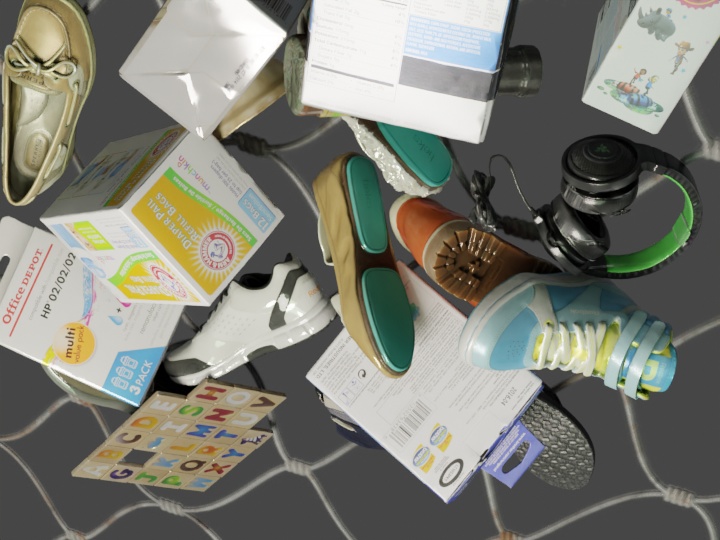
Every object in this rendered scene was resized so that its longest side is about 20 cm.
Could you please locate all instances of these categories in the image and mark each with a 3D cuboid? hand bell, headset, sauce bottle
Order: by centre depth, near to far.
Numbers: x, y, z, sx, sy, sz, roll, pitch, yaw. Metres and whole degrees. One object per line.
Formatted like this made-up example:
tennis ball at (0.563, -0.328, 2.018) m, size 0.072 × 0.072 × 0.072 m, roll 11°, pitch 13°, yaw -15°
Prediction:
sauce bottle at (0.043, -0.152, 0.957) m, size 0.198 × 0.065 × 0.065 m, roll -4°, pitch 130°, yaw -14°
hand bell at (-0.140, -0.211, 1.004) m, size 0.104 × 0.104 × 0.201 m, roll -29°, pitch 102°, yaw 32°
headset at (0.184, -0.046, 1.020) m, size 0.198 × 0.095 × 0.124 m, roll 13°, pitch 130°, yaw -10°

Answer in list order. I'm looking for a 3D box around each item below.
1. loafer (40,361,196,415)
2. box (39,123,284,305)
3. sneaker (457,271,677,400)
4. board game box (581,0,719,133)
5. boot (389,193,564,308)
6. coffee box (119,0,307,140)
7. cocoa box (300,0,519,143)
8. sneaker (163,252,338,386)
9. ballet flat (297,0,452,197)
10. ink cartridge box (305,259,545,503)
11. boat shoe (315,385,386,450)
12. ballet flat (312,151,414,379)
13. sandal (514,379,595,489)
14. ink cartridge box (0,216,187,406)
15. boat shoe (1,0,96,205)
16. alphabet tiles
loafer at (-0.230, 0.102, 1.265) m, size 0.199 × 0.076 × 0.070 m, roll 28°, pitch 126°, yaw -20°
box at (-0.171, -0.044, 1.053) m, size 0.113 × 0.102 × 0.199 m, roll 48°, pitch 157°, yaw -21°
sneaker at (0.182, 0.060, 1.019) m, size 0.130 × 0.199 × 0.080 m, roll 36°, pitch 125°, yaw 36°
board game box at (0.226, -0.216, 0.845) m, size 0.064 × 0.148 × 0.201 m, roll 22°, pitch 130°, yaw -2°
boot at (0.107, -0.004, 1.092) m, size 0.199 × 0.107 × 0.075 m, roll 34°, pitch 94°, yaw -40°
coffee box at (-0.085, -0.202, 0.903) m, size 0.079 × 0.201 × 0.114 m, roll 37°, pitch 127°, yaw -13°
cocoa box at (0.047, -0.205, 0.866) m, size 0.132 × 0.201 × 0.132 m, roll 12°, pitch 128°, yaw 5°
sneaker at (-0.115, 0.046, 1.197) m, size 0.199 × 0.074 × 0.080 m, roll -27°, pitch 102°, yaw 25°
ballet flat at (0.000, -0.138, 1.022) m, size 0.071 × 0.072 × 0.201 m, roll -23°, pitch 116°, yaw 28°
ink cartridge box at (0.070, 0.109, 1.103) m, size 0.200 × 0.076 × 0.137 m, roll 40°, pitch 92°, yaw 13°
boat shoe at (0.057, 0.142, 1.203) m, size 0.198 × 0.075 × 0.093 m, roll 16°, pitch 151°, yaw 20°
ballet flat at (0.000, 0.000, 1.070) m, size 0.063 × 0.202 × 0.068 m, roll -23°, pitch 159°, yaw 39°
sandal at (0.154, 0.126, 1.199) m, size 0.200 × 0.045 × 0.075 m, roll 46°, pitch 122°, yaw -2°
ink cartridge box at (-0.276, 0.036, 1.187) m, size 0.198 × 0.068 × 0.116 m, roll 25°, pitch 85°, yaw -5°
boat shoe at (-0.279, -0.148, 1.085) m, size 0.072 × 0.063 × 0.202 m, roll 22°, pitch 129°, yaw -2°
alphabet tiles at (-0.171, 0.169, 1.265) m, size 0.166 × 0.008 × 0.200 m, roll 16°, pitch 136°, yaw -40°
